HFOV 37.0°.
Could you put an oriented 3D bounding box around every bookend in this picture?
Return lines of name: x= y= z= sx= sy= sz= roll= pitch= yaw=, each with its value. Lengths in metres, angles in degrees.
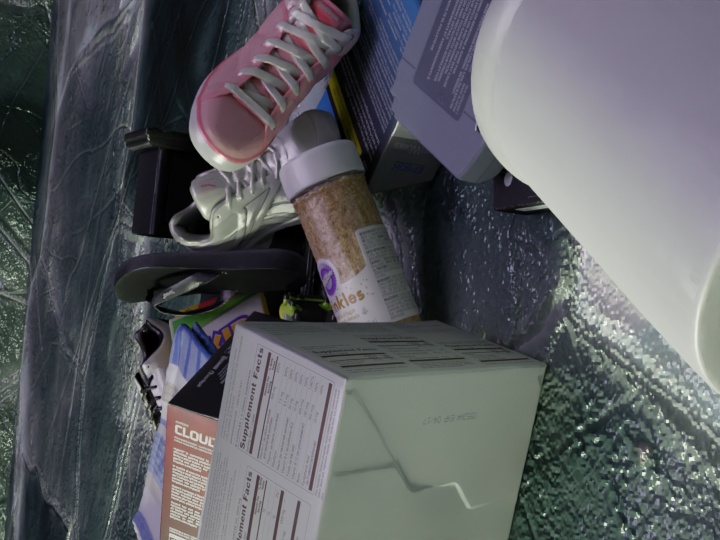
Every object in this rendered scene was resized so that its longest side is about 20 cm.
bookend: x=-0.143 y=-0.028 z=1.088 sx=0.092 sy=0.197 sz=0.203 roll=5 pitch=87 yaw=64

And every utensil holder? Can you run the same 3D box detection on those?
utensil holder: x=0.168 y=-0.062 z=0.503 sx=0.201 sy=0.167 sz=0.172 roll=59 pitch=135 yaw=47

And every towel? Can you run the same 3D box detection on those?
towel: x=-0.155 y=0.155 z=0.915 sx=0.147 sy=0.023 sz=0.204 roll=-150 pitch=72 yaw=-67

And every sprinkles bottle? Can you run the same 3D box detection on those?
sprinkles bottle: x=0.000 y=0.000 z=0.860 sx=0.068 sy=0.067 sz=0.203 roll=-31 pitch=79 yaw=58

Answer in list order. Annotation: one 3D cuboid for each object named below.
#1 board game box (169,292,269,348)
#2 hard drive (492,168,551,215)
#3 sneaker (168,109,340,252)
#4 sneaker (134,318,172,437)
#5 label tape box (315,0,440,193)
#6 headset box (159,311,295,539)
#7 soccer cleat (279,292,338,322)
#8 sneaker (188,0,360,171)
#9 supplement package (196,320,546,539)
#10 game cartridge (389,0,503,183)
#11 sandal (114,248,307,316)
board game box: x=-0.117 y=0.104 z=0.989 sx=0.030 sy=0.094 sz=0.202 roll=67 pitch=-174 yaw=-55
hard drive: x=0.144 y=-0.143 z=0.709 sx=0.139 sy=0.037 sz=0.204 roll=-7 pitch=79 yaw=63
sneaker: x=-0.097 y=-0.070 z=0.949 sx=0.200 sy=0.098 sz=0.079 roll=-44 pitch=56 yaw=31
sneaker: x=-0.184 y=0.132 z=1.042 sx=0.074 sy=0.079 sz=0.202 roll=-45 pitch=40 yaw=31
label tape box: x=0.030 y=-0.153 z=0.914 sx=0.146 sy=0.062 sz=0.201 roll=-108 pitch=33 yaw=-40
headset box: x=-0.085 y=0.139 z=0.815 sx=0.149 sy=0.074 sz=0.203 roll=-51 pitch=-27 yaw=-59
soccer cleat: x=-0.042 y=0.069 z=0.957 sx=0.200 sy=0.063 sz=0.086 roll=-109 pitch=21 yaw=-81
sneaker: x=-0.065 y=-0.173 z=0.886 sx=0.104 sy=0.075 sz=0.201 roll=-37 pitch=15 yaw=49
supplement package: x=0.010 y=0.123 z=0.713 sx=0.110 sy=0.198 sz=0.159 roll=20 pitch=103 yaw=43
game cartridge: x=0.090 y=-0.170 z=0.725 sx=0.134 sy=0.040 sz=0.203 roll=54 pitch=130 yaw=48
sandal: x=-0.145 y=0.013 z=0.987 sx=0.197 sy=0.076 sz=0.044 roll=-6 pitch=68 yaw=23
